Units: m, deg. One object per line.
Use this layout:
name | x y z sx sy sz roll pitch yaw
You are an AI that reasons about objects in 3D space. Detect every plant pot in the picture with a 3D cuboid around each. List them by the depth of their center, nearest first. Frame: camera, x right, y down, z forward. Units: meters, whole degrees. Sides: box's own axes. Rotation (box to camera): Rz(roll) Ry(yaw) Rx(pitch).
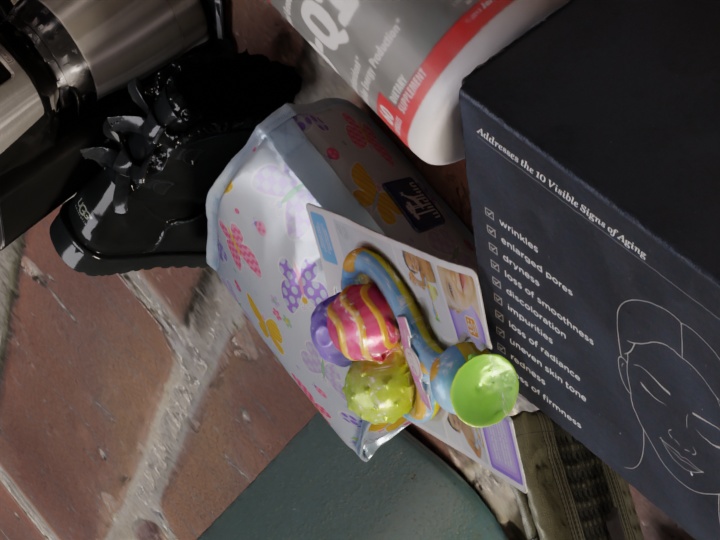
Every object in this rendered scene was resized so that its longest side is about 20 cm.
plant pot | 0.016 0.245 1.581 0.199 0.196 0.197 29 150 30

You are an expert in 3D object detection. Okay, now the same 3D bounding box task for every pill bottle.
pill bottle | 0.006 -0.157 1.068 0.200 0.114 0.114 47 158 16

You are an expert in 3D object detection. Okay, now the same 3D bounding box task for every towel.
towel | 0.125 0.169 1.221 0.192 0.034 0.202 8 -114 -69

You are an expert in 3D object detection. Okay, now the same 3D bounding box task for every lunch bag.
lunch bag | 0.000 0.000 1.316 0.170 0.127 0.200 51 169 12

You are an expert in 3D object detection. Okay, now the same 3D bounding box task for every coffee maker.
coffee maker | -0.185 -0.107 1.426 0.134 0.199 0.193 34 152 42

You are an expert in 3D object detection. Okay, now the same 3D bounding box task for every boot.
boot | -0.091 -0.072 1.408 0.163 0.197 0.074 -48 67 38

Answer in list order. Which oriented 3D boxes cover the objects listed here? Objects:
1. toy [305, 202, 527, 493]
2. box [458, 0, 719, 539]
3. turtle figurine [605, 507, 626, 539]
toy | 0.012 0.040 1.133 0.200 0.047 0.116 20 129 61
box | 0.155 0.003 0.993 0.200 0.124 0.197 40 157 32
turtle figurine | 0.168 0.175 1.116 0.144 0.194 0.200 -34 99 40
